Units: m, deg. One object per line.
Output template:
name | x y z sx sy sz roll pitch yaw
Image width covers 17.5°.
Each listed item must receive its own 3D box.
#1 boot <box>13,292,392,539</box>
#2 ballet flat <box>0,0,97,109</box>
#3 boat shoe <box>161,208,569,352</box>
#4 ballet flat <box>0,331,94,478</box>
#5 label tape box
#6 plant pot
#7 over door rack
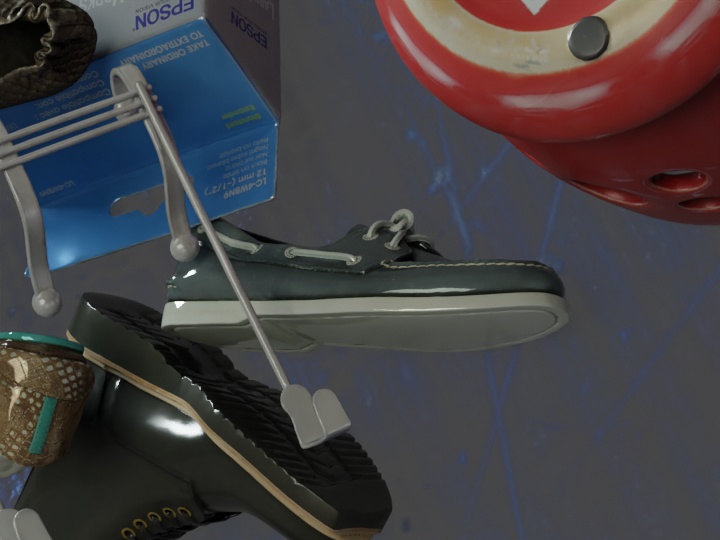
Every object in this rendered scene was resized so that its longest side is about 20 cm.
boot | -0.080 0.114 1.065 0.200 0.077 0.139 34 105 44
ballet flat | -0.202 -0.080 0.991 0.046 0.199 0.068 -16 90 64
boat shoe | 0.000 0.000 1.026 0.199 0.073 0.062 -2 73 32
ballet flat | -0.183 0.064 1.088 0.200 0.070 0.066 -7 71 65
label tape box | -0.112 -0.113 1.089 0.143 0.066 0.201 -17 58 28
plant pot | 0.111 -0.130 0.917 0.200 0.182 0.202 -7 77 31
over door rack | -0.118 0.022 0.979 0.147 0.067 0.200 -22 66 -21
